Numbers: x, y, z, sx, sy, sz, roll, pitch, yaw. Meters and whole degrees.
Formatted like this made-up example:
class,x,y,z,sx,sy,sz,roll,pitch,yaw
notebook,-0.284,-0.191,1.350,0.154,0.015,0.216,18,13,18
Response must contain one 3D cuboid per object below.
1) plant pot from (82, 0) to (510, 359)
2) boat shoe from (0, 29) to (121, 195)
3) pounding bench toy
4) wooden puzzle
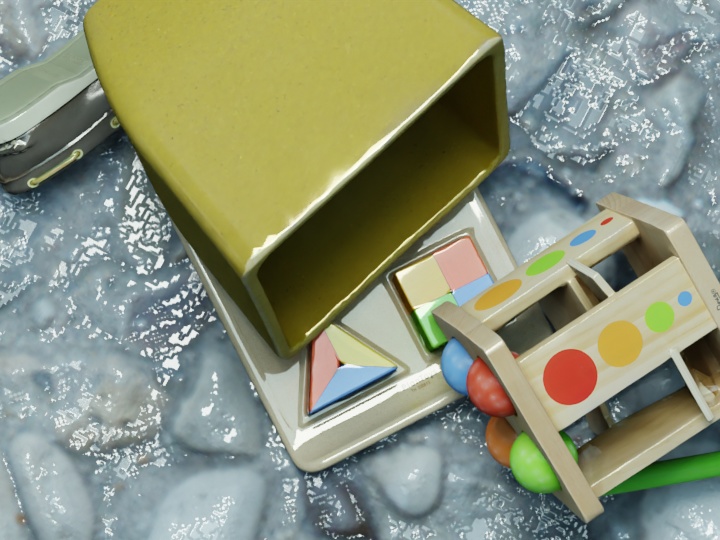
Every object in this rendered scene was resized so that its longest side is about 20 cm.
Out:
class,x,y,z,sx,sy,sz,roll,pitch,yaw
plant pot,-0.050,-0.103,1.280,0.195,0.194,0.200,-42,74,-8
boat shoe,-0.155,-0.122,1.390,0.201,0.072,0.061,-33,126,-17
pounding bench toy,0.155,0.084,1.316,0.156,0.124,0.200,-33,105,-6
wooden puzzle,0.000,0.000,1.374,0.185,0.046,0.201,-27,80,-5
